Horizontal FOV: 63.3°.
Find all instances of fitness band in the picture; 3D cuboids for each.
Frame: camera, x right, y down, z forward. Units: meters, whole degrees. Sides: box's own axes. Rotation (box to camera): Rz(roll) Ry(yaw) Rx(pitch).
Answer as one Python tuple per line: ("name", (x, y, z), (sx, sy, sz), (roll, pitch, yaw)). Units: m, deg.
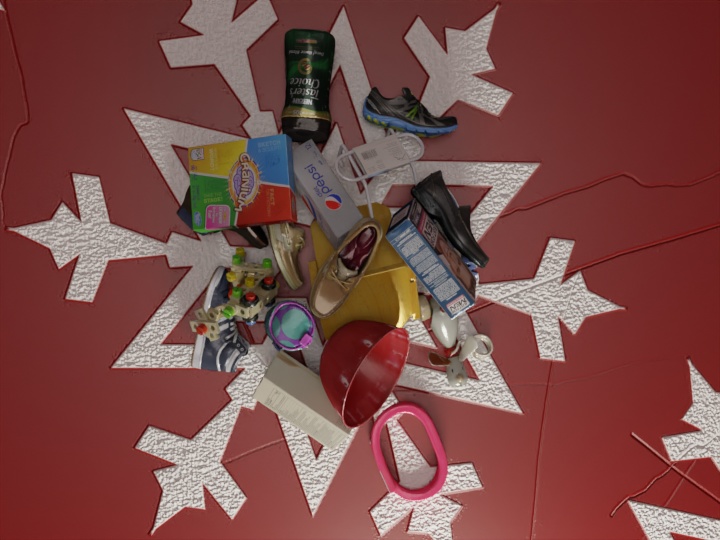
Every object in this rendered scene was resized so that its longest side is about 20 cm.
("fitness band", (0.099, 0.372, 1.195), (0.140, 0.037, 0.206), (-23, 94, -4))

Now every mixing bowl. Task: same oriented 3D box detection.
("mixing bowl", (-0.006, 0.170, 1.078), (0.107, 0.199, 0.205), (29, 90, 28))

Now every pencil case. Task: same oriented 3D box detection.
("pencil case", (-0.136, 0.104, 1.092), (0.084, 0.200, 0.094), (-36, 94, -11))

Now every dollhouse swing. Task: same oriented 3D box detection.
("dollhouse swing", (0.000, 0.000, 1.163), (0.193, 0.178, 0.186), (-13, 126, -2))

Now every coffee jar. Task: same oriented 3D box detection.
("coffee jar", (-0.102, -0.353, 1.135), (0.100, 0.085, 0.209), (2, 92, -2))

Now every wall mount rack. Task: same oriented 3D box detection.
("wall mount rack", (0.045, -0.177, 1.120), (0.195, 0.075, 0.177), (-22, 72, -22))

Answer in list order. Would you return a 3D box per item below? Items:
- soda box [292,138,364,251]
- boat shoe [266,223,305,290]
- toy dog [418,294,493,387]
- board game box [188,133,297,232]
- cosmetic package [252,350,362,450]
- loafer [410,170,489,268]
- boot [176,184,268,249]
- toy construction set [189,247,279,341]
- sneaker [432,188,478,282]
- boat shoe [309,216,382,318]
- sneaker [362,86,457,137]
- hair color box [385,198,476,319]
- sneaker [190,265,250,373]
("soda box", (-0.071, -0.143, 1.108), (0.067, 0.064, 0.203), (-29, 74, -16))
("boat shoe", (-0.142, -0.067, 1.142), (0.064, 0.074, 0.207), (-17, 92, 2))
("toy dog", (0.180, 0.129, 1.157), (0.130, 0.096, 0.202), (-36, 93, 0))
("board game box", (-0.219, -0.160, 1.084), (0.192, 0.040, 0.159), (-6, 87, 10))
("cosmetic package", (-0.105, 0.254, 1.139), (0.197, 0.106, 0.072), (35, 50, -4))
("loafer", (0.179, -0.095, 1.087), (0.072, 0.073, 0.201), (-40, 89, 3))
("boot", (-0.272, -0.091, 1.150), (0.200, 0.075, 0.097), (44, 100, 7))
("toy construction set", (-0.224, 0.042, 1.071), (0.127, 0.094, 0.202), (17, 47, 17))
("sneaker", (0.155, -0.053, 1.159), (0.112, 0.081, 0.206), (-20, 94, -4))
("boat shoe", (-0.028, -0.005, 1.028), (0.073, 0.066, 0.204), (30, 93, -4))
("sneaker", (0.102, -0.314, 1.152), (0.192, 0.071, 0.086), (14, 95, -1))
("hair color box", (0.133, -0.022, 1.070), (0.060, 0.101, 0.201), (-33, 106, 26))
("sneaker", (-0.261, 0.102, 1.152), (0.105, 0.070, 0.208), (14, 93, -3))
